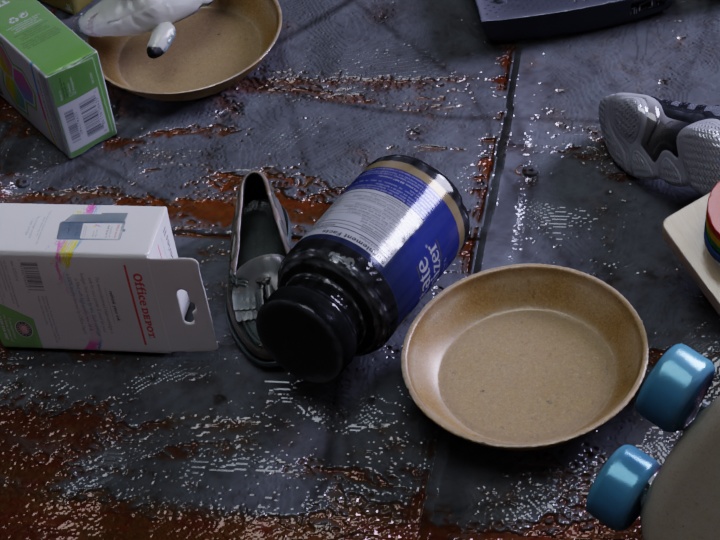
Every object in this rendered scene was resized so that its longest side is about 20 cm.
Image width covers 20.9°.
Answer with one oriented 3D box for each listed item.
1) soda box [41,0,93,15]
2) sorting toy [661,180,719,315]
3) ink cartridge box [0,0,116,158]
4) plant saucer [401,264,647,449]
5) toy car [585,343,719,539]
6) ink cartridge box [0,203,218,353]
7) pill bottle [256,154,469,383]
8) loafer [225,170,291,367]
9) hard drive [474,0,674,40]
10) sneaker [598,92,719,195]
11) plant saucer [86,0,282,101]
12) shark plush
[{"bbox_3d":[-0.361,-0.345,2.092,0.199,0.068,0.064,24,53,30],"label":"soda box"},{"bbox_3d":[0.379,-0.020,1.574,0.198,0.070,0.200,-30,64,-7],"label":"sorting toy"},{"bbox_3d":[-0.323,-0.206,1.918,0.059,0.104,0.200,-31,48,-22],"label":"ink cartridge box"},{"bbox_3d":[0.135,0.078,1.589,0.199,0.036,0.201,-5,44,5],"label":"plant saucer"},{"bbox_3d":[0.304,0.144,1.450,0.184,0.177,0.200,33,28,20],"label":"toy car"},{"bbox_3d":[-0.219,0.007,1.674,0.199,0.117,0.067,2,43,12],"label":"ink cartridge box"},{"bbox_3d":[0.000,0.000,1.636,0.111,0.112,0.200,18,46,25],"label":"pill bottle"},{"bbox_3d":[-0.089,-0.005,1.702,0.072,0.063,0.200,-10,44,0],"label":"loafer"},{"bbox_3d":[0.209,-0.290,1.954,0.199,0.042,0.135,-10,44,-1],"label":"hard drive"},{"bbox_3d":[0.306,-0.123,1.741,0.113,0.076,0.200,-18,25,-25],"label":"sneaker"},{"bbox_3d":[-0.175,-0.229,1.965,0.199,0.036,0.201,-5,44,5],"label":"plant saucer"},{"bbox_3d":[-0.192,-0.293,1.965,0.200,0.091,0.083,-45,23,-25],"label":"shark plush"}]
